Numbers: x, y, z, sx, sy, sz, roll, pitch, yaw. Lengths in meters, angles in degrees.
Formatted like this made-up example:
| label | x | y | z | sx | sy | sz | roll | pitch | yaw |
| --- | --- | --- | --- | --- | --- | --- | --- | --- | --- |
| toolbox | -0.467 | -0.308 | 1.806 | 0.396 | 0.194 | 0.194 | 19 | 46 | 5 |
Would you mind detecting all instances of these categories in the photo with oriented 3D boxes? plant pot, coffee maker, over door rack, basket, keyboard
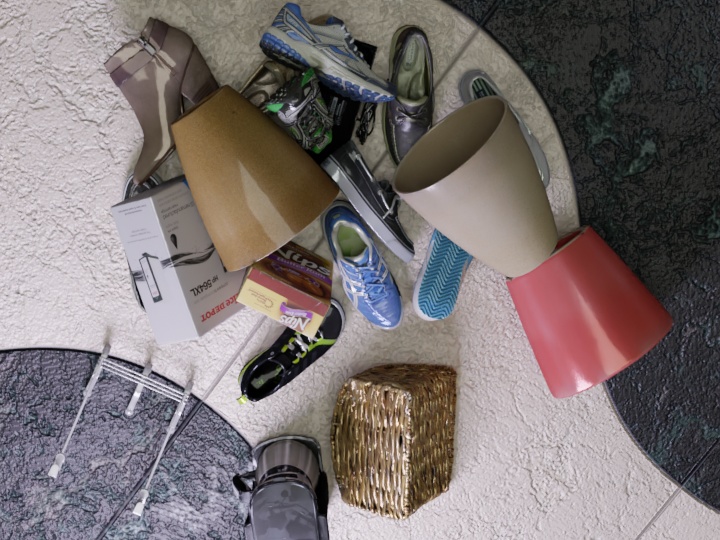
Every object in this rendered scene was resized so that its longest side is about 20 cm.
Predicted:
| label | x | y | z | sx | sy | sz | roll | pitch | yaw |
| --- | --- | --- | --- | --- | --- | --- | --- | --- | --- |
| plant pot | 0.306 | 0.049 | 1.747 | 0.199 | 0.200 | 0.179 | -33 | 91 | 5 |
| coffee maker | -0.092 | 0.353 | 1.781 | 0.133 | 0.200 | 0.194 | -29 | 101 | 5 |
| over door rack | -0.344 | 0.227 | 1.807 | 0.146 | 0.067 | 0.203 | 24 | 80 | -7 |
| basket | 0.047 | 0.240 | 1.833 | 0.141 | 0.148 | 0.204 | 8 | 104 | 30 |
| plant pot | 0.172 | -0.094 | 1.678 | 0.186 | 0.188 | 0.201 | -37 | 112 | 6 |
| keyboard | -0.021 | -0.220 | 1.756 | 0.103 | 0.040 | 0.203 | 21 | 102 | 18 |
| plant pot | -0.157 | -0.136 | 1.660 | 0.185 | 0.187 | 0.201 | -33 | 103 | 5 |

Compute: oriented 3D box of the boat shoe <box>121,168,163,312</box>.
| label | x | y | z | sx | sy | sz | roll | pitch | yaw |
| --- | --- | --- | --- | --- | --- | --- | --- | --- | --- |
| boat shoe | -0.297 | -0.041 | 1.761 | 0.069 | 0.064 | 0.203 | -6 | 101 | -1 |

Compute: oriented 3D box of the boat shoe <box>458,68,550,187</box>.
| label | x | y | z | sx | sy | sz | roll | pitch | yaw |
| --- | --- | --- | --- | --- | --- | --- | --- | --- | --- |
| boat shoe | 0.198 | -0.186 | 1.745 | 0.073 | 0.067 | 0.201 | -37 | 101 | 6 |

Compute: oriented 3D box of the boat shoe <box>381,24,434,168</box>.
| label | x | y | z | sx | sy | sz | roll | pitch | yaw |
| --- | --- | --- | --- | --- | --- | --- | --- | --- | --- |
| boat shoe | 0.067 | -0.234 | 1.731 | 0.070 | 0.066 | 0.204 | 1 | 102 | -3 |

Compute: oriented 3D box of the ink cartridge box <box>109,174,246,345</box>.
| label | x | y | z | sx | sy | sz | roll | pitch | yaw |
| --- | --- | --- | --- | --- | --- | --- | --- | --- | --- |
| ink cartridge box | -0.239 | -0.020 | 1.718 | 0.083 | 0.146 | 0.203 | -10 | 104 | 34 |

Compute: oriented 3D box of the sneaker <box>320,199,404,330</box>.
| label | x | y | z | sx | sy | sz | roll | pitch | yaw |
| --- | --- | --- | --- | --- | --- | --- | --- | --- | --- |
| sneaker | 0.000 | 0.000 | 1.773 | 0.075 | 0.077 | 0.202 | -30 | 103 | 3 |

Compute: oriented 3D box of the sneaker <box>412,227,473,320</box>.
| label | x | y | z | sx | sy | sz | roll | pitch | yaw |
| --- | --- | --- | --- | --- | --- | --- | --- | --- | --- |
| sneaker | 0.125 | -0.026 | 1.776 | 0.076 | 0.081 | 0.202 | 27 | 80 | -5 |

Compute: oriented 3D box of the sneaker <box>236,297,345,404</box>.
| label | x | y | z | sx | sy | sz | roll | pitch | yaw |
| --- | --- | --- | --- | --- | --- | --- | --- | --- | --- |
| sneaker | -0.096 | 0.124 | 1.793 | 0.200 | 0.083 | 0.072 | -44 | 100 | 7 |

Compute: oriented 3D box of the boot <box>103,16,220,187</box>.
| label | x | y | z | sx | sy | sz | roll | pitch | yaw |
| --- | --- | --- | --- | --- | --- | --- | --- | --- | --- |
| boot | -0.291 | -0.236 | 1.713 | 0.146 | 0.070 | 0.201 | 41 | 84 | -17 |

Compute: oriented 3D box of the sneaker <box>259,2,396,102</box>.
| label | x | y | z | sx | sy | sz | roll | pitch | yaw |
| --- | --- | --- | --- | --- | --- | --- | --- | --- | --- |
| sneaker | -0.030 | -0.291 | 1.667 | 0.198 | 0.077 | 0.086 | 26 | 83 | -20 |

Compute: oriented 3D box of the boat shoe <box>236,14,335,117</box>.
| label | x | y | z | sx | sy | sz | roll | pitch | yaw |
| --- | --- | --- | --- | --- | --- | --- | --- | --- | --- |
| boat shoe | -0.102 | -0.271 | 1.715 | 0.199 | 0.065 | 0.072 | -40 | 90 | 8 |

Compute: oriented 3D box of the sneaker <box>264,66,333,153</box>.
| label | x | y | z | sx | sy | sz | roll | pitch | yaw |
| --- | --- | --- | --- | --- | --- | --- | --- | --- | --- |
| sneaker | -0.068 | -0.208 | 1.654 | 0.078 | 0.200 | 0.086 | -39 | 83 | 3 |

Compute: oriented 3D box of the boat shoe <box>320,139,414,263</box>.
| label | x | y | z | sx | sy | sz | roll | pitch | yaw |
| --- | --- | --- | --- | --- | --- | --- | --- | --- | --- |
| boat shoe | 0.027 | -0.097 | 1.746 | 0.068 | 0.074 | 0.200 | -40 | 112 | 1 |

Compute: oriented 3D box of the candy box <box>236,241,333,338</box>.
| label | x | y | z | sx | sy | sz | roll | pitch | yaw |
| --- | --- | --- | --- | --- | --- | --- | --- | --- | --- |
| candy box | -0.099 | 0.013 | 1.710 | 0.115 | 0.200 | 0.057 | 27 | 104 | -8 |
